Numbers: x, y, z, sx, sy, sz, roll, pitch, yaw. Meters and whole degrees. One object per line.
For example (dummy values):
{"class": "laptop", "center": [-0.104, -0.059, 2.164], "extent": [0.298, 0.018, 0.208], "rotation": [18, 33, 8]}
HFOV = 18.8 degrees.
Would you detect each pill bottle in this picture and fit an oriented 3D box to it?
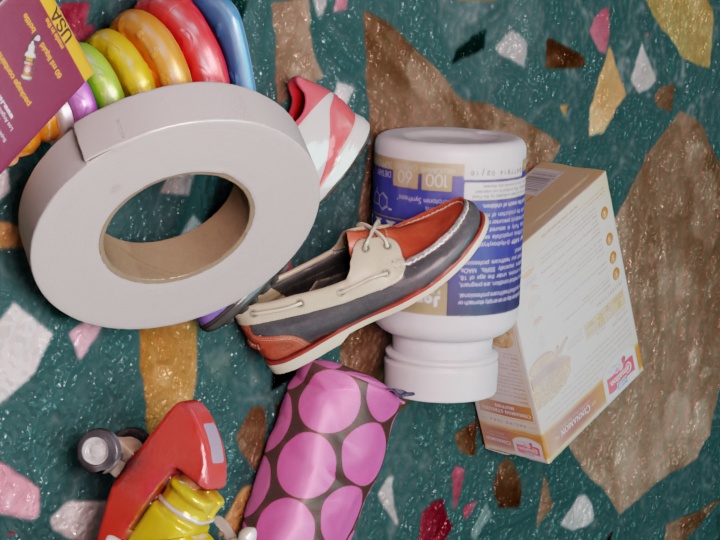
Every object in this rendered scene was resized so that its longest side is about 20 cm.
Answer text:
{"class": "pill bottle", "center": [0.066, -0.005, 1.692], "extent": [0.119, 0.119, 0.202], "rotation": [-10, 105, -48]}

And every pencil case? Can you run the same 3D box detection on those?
{"class": "pencil case", "center": [-0.033, 0.171, 1.643], "extent": [0.093, 0.090, 0.202], "rotation": [31, 77, -48]}

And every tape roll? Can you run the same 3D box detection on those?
{"class": "tape roll", "center": [-0.125, -0.040, 1.425], "extent": [0.201, 0.037, 0.204], "rotation": [-15, 143, -12]}

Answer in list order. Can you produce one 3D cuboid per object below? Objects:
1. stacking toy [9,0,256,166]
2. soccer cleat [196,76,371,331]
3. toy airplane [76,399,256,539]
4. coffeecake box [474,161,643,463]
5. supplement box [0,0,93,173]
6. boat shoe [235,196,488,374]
{"class": "stacking toy", "center": [-0.172, -0.111, 1.417], "extent": [0.199, 0.116, 0.111], "rotation": [-24, 114, -30]}
{"class": "soccer cleat", "center": [-0.071, -0.048, 1.575], "extent": [0.073, 0.068, 0.201], "rotation": [40, 73, -17]}
{"class": "toy airplane", "center": [-0.138, 0.215, 1.481], "extent": [0.200, 0.140, 0.201], "rotation": [90, 23, -44]}
{"class": "coffeecake box", "center": [0.156, 0.035, 1.845], "extent": [0.153, 0.073, 0.201], "rotation": [-39, 126, -38]}
{"class": "supplement box", "center": [-0.268, -0.089, 1.282], "extent": [0.200, 0.110, 0.086], "rotation": [-52, 134, -28]}
{"class": "boat shoe", "center": [0.000, 0.000, 1.595], "extent": [0.199, 0.071, 0.063], "rotation": [-31, 113, 8]}
